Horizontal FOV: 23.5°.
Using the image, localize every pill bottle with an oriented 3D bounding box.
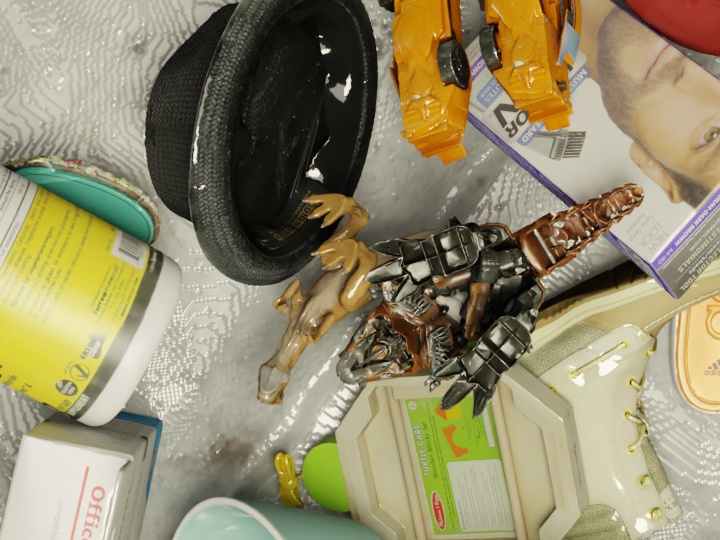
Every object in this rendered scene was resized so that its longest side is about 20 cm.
[{"bbox_3d":[-0.214,0.000,1.013,0.199,0.112,0.113,29,92,-14],"label":"pill bottle"}]

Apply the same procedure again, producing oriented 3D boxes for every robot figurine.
[{"bbox_3d":[0.070,-0.171,1.048,0.144,0.058,0.201,-15,60,24],"label":"robot figurine"}]

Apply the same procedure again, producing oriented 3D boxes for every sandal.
[{"bbox_3d":[0.236,-0.010,1.094,0.079,0.059,0.208,0,92,-1],"label":"sandal"}]

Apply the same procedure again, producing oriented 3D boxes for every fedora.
[{"bbox_3d":[-0.071,-0.095,1.059,0.091,0.200,0.202,12,92,31],"label":"fedora"}]

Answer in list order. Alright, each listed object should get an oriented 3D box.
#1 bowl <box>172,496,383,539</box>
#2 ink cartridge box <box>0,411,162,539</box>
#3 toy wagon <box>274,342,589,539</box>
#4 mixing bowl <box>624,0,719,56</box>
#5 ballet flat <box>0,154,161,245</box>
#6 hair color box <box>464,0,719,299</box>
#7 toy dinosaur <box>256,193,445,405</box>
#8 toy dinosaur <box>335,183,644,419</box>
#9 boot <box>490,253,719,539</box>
[{"bbox_3d":[-0.030,0.229,1.053,0.104,0.200,0.202,-7,93,-35],"label":"bowl"},{"bbox_3d":[-0.170,0.150,1.028,0.066,0.200,0.117,13,92,-1],"label":"ink cartridge box"},{"bbox_3d":[0.041,0.122,1.085,0.199,0.040,0.156,-5,103,27],"label":"toy wagon"},{"bbox_3d":[0.219,-0.205,1.043,0.199,0.108,0.201,13,56,-19],"label":"mixing bowl"},{"bbox_3d":[-0.222,-0.046,1.088,0.198,0.064,0.076,2,119,-1],"label":"ballet flat"},{"bbox_3d":[0.151,-0.089,1.038,0.109,0.065,0.200,-47,57,2],"label":"hair color box"},{"bbox_3d":[0.000,0.000,1.065,0.200,0.107,0.060,-37,56,-18],"label":"toy dinosaur"},{"bbox_3d":[0.064,0.006,0.982,0.102,0.136,0.200,38,108,7],"label":"toy dinosaur"},{"bbox_3d":[0.169,0.081,1.078,0.199,0.072,0.155,-27,93,21],"label":"boot"}]
